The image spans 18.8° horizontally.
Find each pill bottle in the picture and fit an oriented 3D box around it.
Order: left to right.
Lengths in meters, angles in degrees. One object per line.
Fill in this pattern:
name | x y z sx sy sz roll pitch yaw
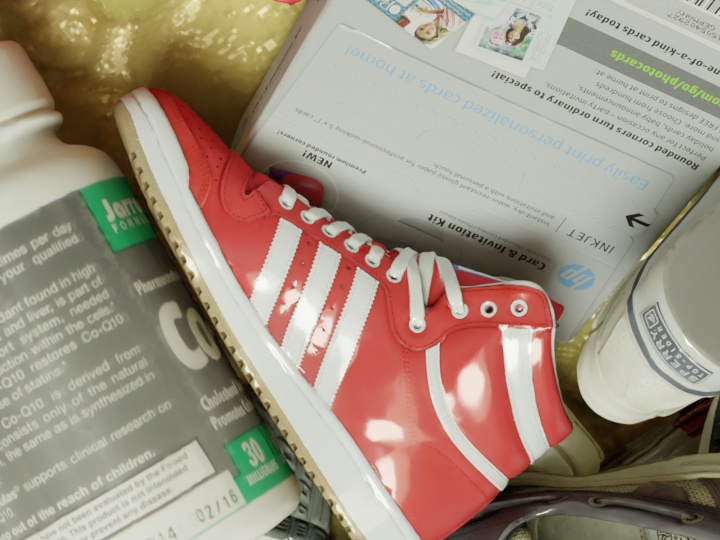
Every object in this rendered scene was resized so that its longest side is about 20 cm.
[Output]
pill bottle | -0.116 0.026 0.792 0.113 0.113 0.200 -30 89 14

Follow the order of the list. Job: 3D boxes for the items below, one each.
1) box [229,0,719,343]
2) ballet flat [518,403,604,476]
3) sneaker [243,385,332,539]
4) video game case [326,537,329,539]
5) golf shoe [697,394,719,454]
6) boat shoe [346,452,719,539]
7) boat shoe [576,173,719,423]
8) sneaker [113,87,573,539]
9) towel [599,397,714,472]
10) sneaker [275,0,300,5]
box | 0.056 -0.069 0.788 0.155 0.041 0.200 24 137 -10
ballet flat | 0.071 0.099 0.873 0.074 0.074 0.201 -11 102 6
sneaker | -0.109 0.081 0.898 0.199 0.075 0.087 19 130 -3
video game case | -0.079 0.217 0.977 0.182 0.022 0.201 -13 114 7
golf shoe | 0.155 0.129 0.881 0.077 0.094 0.201 -3 91 -23
boat shoe | 0.065 0.113 0.808 0.199 0.065 0.072 -12 94 24
boat shoe | 0.142 -0.002 0.795 0.071 0.200 0.070 51 134 0
sneaker | 0.000 0.000 0.799 0.112 0.071 0.200 -32 95 -1
towel | 0.158 0.126 0.931 0.200 0.023 0.144 -37 110 17
sneaker | -0.084 -0.117 0.789 0.200 0.078 0.116 -37 108 18
